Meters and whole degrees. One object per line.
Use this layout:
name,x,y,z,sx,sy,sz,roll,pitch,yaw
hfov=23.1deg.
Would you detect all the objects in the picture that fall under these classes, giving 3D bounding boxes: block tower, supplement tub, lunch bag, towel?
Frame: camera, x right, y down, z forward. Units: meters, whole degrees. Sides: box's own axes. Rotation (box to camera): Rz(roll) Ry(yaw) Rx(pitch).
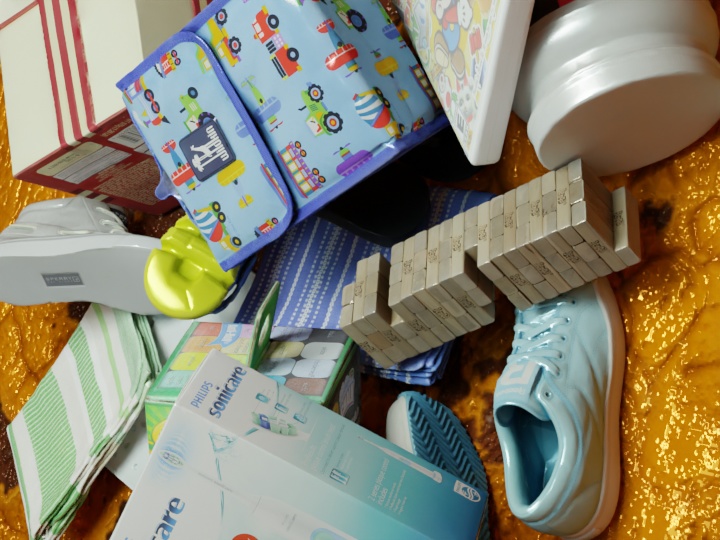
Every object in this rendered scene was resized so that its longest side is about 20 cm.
block tower,0.081,-0.004,1.133,0.199,0.058,0.054,-24,42,29
supplement tub,0.144,-0.176,1.115,0.140,0.140,0.201,-31,62,32
lunch bag,-0.066,-0.105,1.174,0.199,0.094,0.151,-32,91,31
towel,0.000,0.000,1.258,0.199,0.024,0.146,9,71,40
towel,-0.228,0.108,1.430,0.200,0.023,0.153,-55,36,25

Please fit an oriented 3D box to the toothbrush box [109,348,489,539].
toothbrush box,-0.044,0.165,1.082,0.199,0.085,0.147,29,114,1

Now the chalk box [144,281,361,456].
chalk box,-0.069,0.110,1.178,0.123,0.125,0.201,2,111,11

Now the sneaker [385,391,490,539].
sneaker,0.043,0.179,1.172,0.081,0.076,0.201,-28,62,35

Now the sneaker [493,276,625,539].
sneaker,0.121,0.069,1.121,0.074,0.082,0.202,-18,68,36

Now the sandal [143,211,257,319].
sandal,-0.092,-0.043,1.302,0.079,0.087,0.200,34,73,8

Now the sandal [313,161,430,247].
sandal,-0.045,-0.075,1.238,0.199,0.043,0.077,14,69,13

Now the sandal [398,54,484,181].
sandal,0.004,-0.131,1.217,0.200,0.043,0.076,43,134,-3

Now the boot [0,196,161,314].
boot,-0.201,-0.022,1.397,0.198,0.074,0.096,3,41,19

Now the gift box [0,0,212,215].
gift box,-0.176,-0.174,1.361,0.184,0.200,0.188,-23,65,30

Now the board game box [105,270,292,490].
board game box,-0.111,0.097,1.355,0.200,0.026,0.201,31,101,40

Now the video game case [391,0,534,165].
video game case,0.064,-0.199,1.089,0.201,0.023,0.183,98,158,-44
